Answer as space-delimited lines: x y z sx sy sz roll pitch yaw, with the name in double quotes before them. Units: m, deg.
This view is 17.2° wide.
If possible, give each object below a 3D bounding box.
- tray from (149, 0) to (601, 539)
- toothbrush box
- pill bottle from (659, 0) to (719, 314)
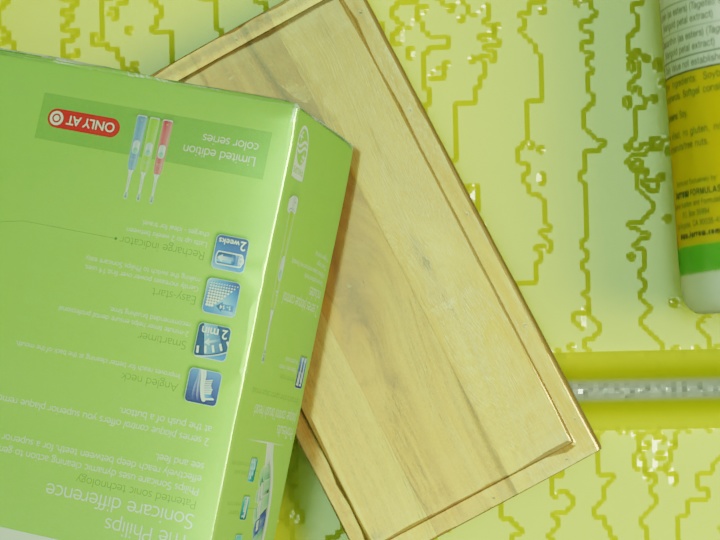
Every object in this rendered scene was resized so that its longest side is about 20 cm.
"tray" 0.000 0.000 0.888 0.098 0.037 0.201 -28 85 4
"toothbrush box" -0.098 0.033 0.833 0.145 0.086 0.201 10 85 14
"pill bottle" 0.161 -0.088 0.837 0.110 0.111 0.202 -4 87 6
